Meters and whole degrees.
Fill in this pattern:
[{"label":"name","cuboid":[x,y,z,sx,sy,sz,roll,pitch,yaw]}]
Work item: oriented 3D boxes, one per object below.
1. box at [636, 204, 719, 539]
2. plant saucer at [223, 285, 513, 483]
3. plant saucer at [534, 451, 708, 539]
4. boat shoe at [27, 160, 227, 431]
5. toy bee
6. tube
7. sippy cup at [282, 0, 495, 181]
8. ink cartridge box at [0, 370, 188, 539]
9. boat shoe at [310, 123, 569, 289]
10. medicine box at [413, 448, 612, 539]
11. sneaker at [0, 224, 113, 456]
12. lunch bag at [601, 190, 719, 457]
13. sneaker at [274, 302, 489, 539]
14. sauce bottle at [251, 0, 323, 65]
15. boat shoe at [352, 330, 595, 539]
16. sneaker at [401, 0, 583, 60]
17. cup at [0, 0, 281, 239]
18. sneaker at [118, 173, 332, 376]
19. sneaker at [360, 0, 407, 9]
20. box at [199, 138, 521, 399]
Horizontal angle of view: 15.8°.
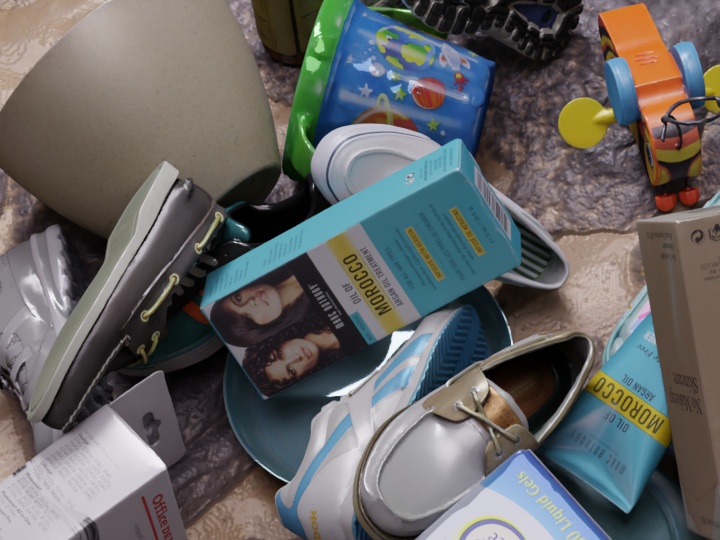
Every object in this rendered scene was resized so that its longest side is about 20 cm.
[{"label":"box","cuboid":[0.232,0.061,1.587,0.077,0.095,0.201,-10,92,-9]},{"label":"plant saucer","cuboid":[0.007,0.073,1.748,0.199,0.027,0.201,-6,54,8]},{"label":"plant saucer","cuboid":[0.127,0.187,1.664,0.199,0.027,0.201,-4,54,5]},{"label":"boat shoe","cuboid":[-0.148,0.023,1.670,0.060,0.072,0.202,33,62,-13]},{"label":"toy bee","cuboid":[0.204,-0.102,1.822,0.130,0.109,0.200,-2,31,14]},{"label":"tube","cuboid":[0.199,0.055,1.653,0.077,0.050,0.200,34,82,29]},{"label":"sippy cup","cuboid":[0.024,-0.117,1.828,0.129,0.140,0.179,15,76,2]},{"label":"ink cartridge box","cuboid":[-0.179,0.168,1.657,0.200,0.116,0.068,-37,60,-17]},{"label":"boat shoe","cuboid":[0.061,-0.042,1.734,0.067,0.199,0.074,28,96,58]},{"label":"medicine box","cuboid":[0.088,0.245,1.551,0.200,0.103,0.182,-40,67,-5]},{"label":"sneaker","cuboid":[-0.220,0.066,1.770,0.082,0.075,0.201,-20,48,9]},{"label":"lunch bag","cuboid":[0.268,0.042,1.715,0.160,0.077,0.200,31,70,24]},{"label":"sneaker","cuboid":[0.017,0.094,1.667,0.080,0.077,0.200,5,46,36]},{"label":"sauce bottle","cuboid":[-0.053,-0.232,1.864,0.065,0.201,0.066,-2,55,3]},{"label":"boat shoe","cuboid":[0.071,0.094,1.593,0.075,0.068,0.200,49,51,0]},{"label":"sneaker","cuboid":[0.070,-0.211,1.865,0.089,0.199,0.079,35,99,42]},{"label":"cup","cuboid":[-0.138,-0.091,1.799,0.200,0.200,0.143,-37,78,-18]},{"label":"sneaker","cuboid":[-0.095,-0.002,1.761,0.199,0.080,0.072,-28,35,5]},{"label":"sneaker","cuboid":[-0.011,-0.274,1.958,0.078,0.090,0.200,-41,79,11]},{"label":"box","cuboid":[0.000,0.000,1.690,0.199,0.082,0.049,-29,21,16]}]
